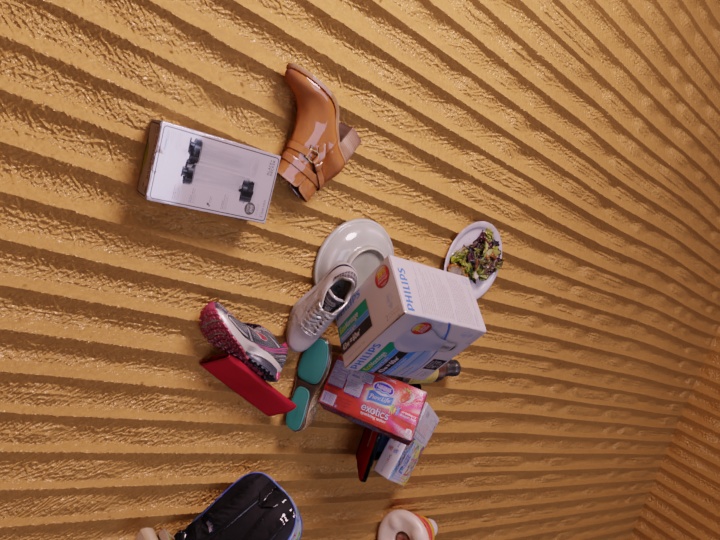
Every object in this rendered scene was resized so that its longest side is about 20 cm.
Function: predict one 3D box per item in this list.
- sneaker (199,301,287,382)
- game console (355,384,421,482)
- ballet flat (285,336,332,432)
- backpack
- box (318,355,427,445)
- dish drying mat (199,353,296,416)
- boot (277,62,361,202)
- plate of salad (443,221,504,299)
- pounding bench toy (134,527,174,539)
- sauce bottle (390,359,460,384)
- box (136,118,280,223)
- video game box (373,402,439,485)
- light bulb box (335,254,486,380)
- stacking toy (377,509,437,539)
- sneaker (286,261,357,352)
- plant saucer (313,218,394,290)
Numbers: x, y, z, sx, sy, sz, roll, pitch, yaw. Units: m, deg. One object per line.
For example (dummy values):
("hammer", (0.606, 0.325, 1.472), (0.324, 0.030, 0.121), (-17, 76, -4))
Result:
("sneaker", (-0.208, 0.119, 0.972), (0.201, 0.079, 0.076), (52, 47, -38))
("game console", (0.072, 0.363, 1.236), (0.117, 0.172, 0.204), (17, 97, -6))
("ballet flat", (-0.098, 0.226, 1.104), (0.065, 0.070, 0.203), (7, 106, -65))
("backpack", (-0.211, 0.503, 1.040), (0.200, 0.182, 0.148), (-44, 150, -20))
("box", (0.026, 0.262, 1.092), (0.096, 0.197, 0.101), (83, 29, -67))
("dish drying mat", (-0.204, 0.213, 1.011), (0.201, 0.076, 0.018), (51, 36, -37))
("boot", (-0.100, -0.229, 0.929), (0.156, 0.076, 0.200), (-48, 135, -8))
("plate of salad", (0.277, -0.016, 1.297), (0.197, 0.048, 0.204), (-13, 113, -33))
("pounding bench toy", (-0.382, 0.566, 0.963), (0.155, 0.124, 0.202), (-39, 125, -19))
("sauce bottle", (0.158, 0.234, 1.287), (0.197, 0.064, 0.066), (8, 102, -38))
("box", (-0.234, -0.152, 0.854), (0.197, 0.060, 0.119), (7, 102, -39))
("video game box", (0.112, 0.400, 1.267), (0.184, 0.046, 0.200), (-60, 155, -15))
("light bulb box", (0.089, 0.096, 1.022), (0.197, 0.126, 0.198), (14, 136, -32))
("stacking toy", (0.146, 0.689, 1.429), (0.199, 0.145, 0.148), (18, 96, -59))
("sneaker", (-0.076, 0.075, 1.017), (0.076, 0.081, 0.201), (32, 101, -16))
("plant saucer", (0.000, 0.000, 1.093), (0.197, 0.050, 0.204), (-14, 115, -32))
